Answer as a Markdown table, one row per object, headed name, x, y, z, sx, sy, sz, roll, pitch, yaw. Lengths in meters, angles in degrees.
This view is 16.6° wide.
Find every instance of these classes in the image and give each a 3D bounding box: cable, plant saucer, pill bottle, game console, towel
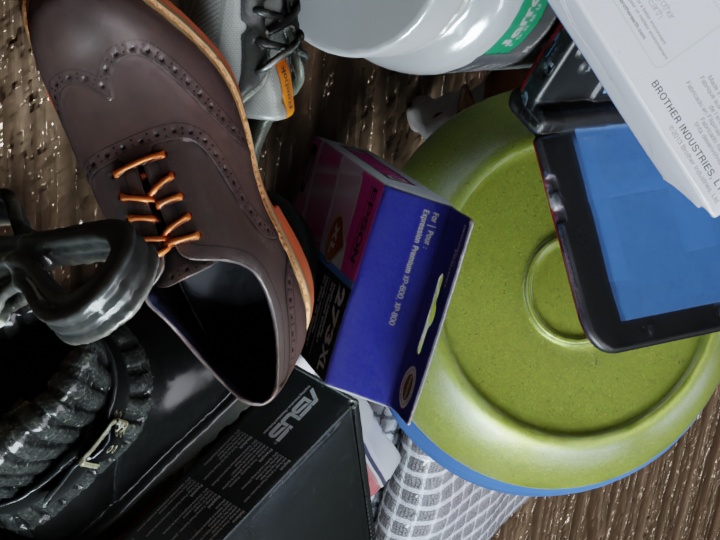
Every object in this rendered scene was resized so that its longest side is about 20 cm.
| name | x | y | z | sx | sy | sz | roll | pitch | yaw |
| --- | --- | --- | --- | --- | --- | --- | --- | --- | --- |
| cable | -0.125 | 0.006 | 0.934 | 0.050 | 0.199 | 0.097 | 52 | 53 | -26 |
| plant saucer | 0.102 | 0.008 | 1.210 | 0.200 | 0.200 | 0.031 | -55 | -166 | -10 |
| pill bottle | 0.046 | -0.147 | 1.128 | 0.200 | 0.113 | 0.114 | -12 | 128 | -58 |
| game console | 0.179 | -0.071 | 1.163 | 0.199 | 0.119 | 0.173 | -9 | 142 | -46 |
| towel | 0.068 | 0.091 | 1.466 | 0.200 | 0.085 | 0.166 | -34 | 146 | -43 |

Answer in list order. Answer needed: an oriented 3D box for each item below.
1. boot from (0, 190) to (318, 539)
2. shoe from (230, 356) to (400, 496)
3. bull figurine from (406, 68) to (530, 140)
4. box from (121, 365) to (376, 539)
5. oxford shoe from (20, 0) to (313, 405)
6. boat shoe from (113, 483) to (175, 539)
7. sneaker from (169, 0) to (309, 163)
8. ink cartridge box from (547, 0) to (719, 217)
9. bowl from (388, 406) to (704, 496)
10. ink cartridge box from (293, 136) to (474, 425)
| name | x | y | z | sx | sy | sz | roll | pitch | yaw |
| --- | --- | --- | --- | --- | --- | --- | --- | --- | --- |
| boot | -0.109 | 0.030 | 1.075 | 0.211 | 0.079 | 0.158 | -54 | 155 | -10 |
| shoe | -0.041 | 0.097 | 1.284 | 0.091 | 0.071 | 0.200 | -54 | 155 | -10 |
| bull figurine | 0.113 | -0.126 | 1.268 | 0.065 | 0.200 | 0.122 | 42 | 36 | -29 |
| box | -0.069 | 0.175 | 1.174 | 0.200 | 0.047 | 0.194 | -44 | 150 | -29 |
| oxford shoe | -0.074 | -0.035 | 0.988 | 0.200 | 0.071 | 0.073 | 58 | 15 | -25 |
| boat shoe | -0.098 | 0.145 | 1.227 | 0.076 | 0.074 | 0.200 | -55 | 155 | -8 |
| sneaker | -0.049 | -0.114 | 1.032 | 0.074 | 0.079 | 0.201 | -18 | 132 | -52 |
| ink cartridge box | 0.186 | -0.137 | 1.045 | 0.200 | 0.076 | 0.137 | -35 | 111 | 1 |
| bowl | 0.097 | 0.018 | 1.299 | 0.201 | 0.200 | 0.039 | -55 | 154 | -8 |
| ink cartridge box | 0.000 | 0.000 | 1.139 | 0.200 | 0.037 | 0.095 | -142 | -112 | -71 |
